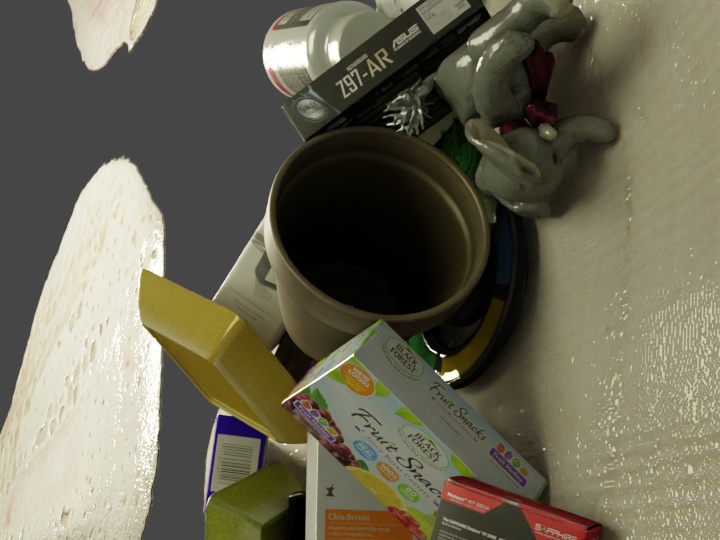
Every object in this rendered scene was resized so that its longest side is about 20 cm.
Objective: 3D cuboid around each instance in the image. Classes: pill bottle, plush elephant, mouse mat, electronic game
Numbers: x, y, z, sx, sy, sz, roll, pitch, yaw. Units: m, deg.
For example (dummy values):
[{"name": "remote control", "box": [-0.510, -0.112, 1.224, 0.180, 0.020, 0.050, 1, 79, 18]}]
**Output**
[{"name": "pill bottle", "box": [-0.028, -0.251, 1.688, 0.200, 0.110, 0.111, 13, 90, 65]}, {"name": "plush elephant", "box": [0.139, -0.130, 1.255, 0.200, 0.155, 0.165, -34, -8, 4]}, {"name": "mouse mat", "box": [0.091, -0.074, 1.409, 0.161, 0.008, 0.200, -42, 33, 50]}, {"name": "electronic game", "box": [0.096, 0.013, 1.387, 0.200, 0.042, 0.200, -38, 45, 53]}]

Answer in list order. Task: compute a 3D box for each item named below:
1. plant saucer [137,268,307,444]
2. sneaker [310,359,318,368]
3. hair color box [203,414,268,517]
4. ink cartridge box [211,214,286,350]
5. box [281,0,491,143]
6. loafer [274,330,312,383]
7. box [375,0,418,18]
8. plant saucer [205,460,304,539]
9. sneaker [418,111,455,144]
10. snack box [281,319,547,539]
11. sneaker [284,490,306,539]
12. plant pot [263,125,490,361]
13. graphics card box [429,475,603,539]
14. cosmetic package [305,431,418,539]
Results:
[{"name": "plant saucer", "box": [-0.140, 0.100, 1.526, 0.048, 0.200, 0.200, -49, 38, -17]}, {"name": "sneaker", "box": [-0.008, 0.088, 1.515, 0.081, 0.088, 0.201, -49, 36, 47]}, {"name": "hair color box", "box": [-0.140, 0.229, 1.670, 0.200, 0.065, 0.110, 119, 159, -77]}, {"name": "ink cartridge box", "box": [-0.075, -0.016, 1.600, 0.200, 0.085, 0.146, -56, -2, 12]}, {"name": "box", "box": [0.041, -0.174, 1.366, 0.200, 0.160, 0.044, -36, 72, 9]}, {"name": "loafer", "box": [-0.067, 0.122, 1.632, 0.071, 0.073, 0.200, 47, 146, 15]}, {"name": "box", "box": [0.054, -0.335, 1.566, 0.200, 0.036, 0.145, 34, 143, 64]}, {"name": "plant saucer", "box": [-0.101, 0.313, 1.522, 0.200, 0.048, 0.201, -13, -75, -72]}, {"name": "sneaker", "box": [0.044, -0.159, 1.475, 0.200, 0.085, 0.074, -53, 12, 9]}, {"name": "snack box", "box": [0.044, 0.148, 1.262, 0.053, 0.200, 0.142, -50, 7, -37]}, {"name": "sneaker", "box": [-0.049, 0.315, 1.476, 0.071, 0.080, 0.200, -22, 51, 20]}, {"name": "plant pot", "box": [0.000, 0.000, 1.340, 0.174, 0.199, 0.200, 113, 158, -56]}, {"name": "graphics card box", "box": [0.104, 0.275, 1.164, 0.125, 0.051, 0.200, 15, 93, 25]}, {"name": "cosmetic package", "box": [0.002, 0.196, 1.399, 0.071, 0.101, 0.201, 119, 153, -70]}]
